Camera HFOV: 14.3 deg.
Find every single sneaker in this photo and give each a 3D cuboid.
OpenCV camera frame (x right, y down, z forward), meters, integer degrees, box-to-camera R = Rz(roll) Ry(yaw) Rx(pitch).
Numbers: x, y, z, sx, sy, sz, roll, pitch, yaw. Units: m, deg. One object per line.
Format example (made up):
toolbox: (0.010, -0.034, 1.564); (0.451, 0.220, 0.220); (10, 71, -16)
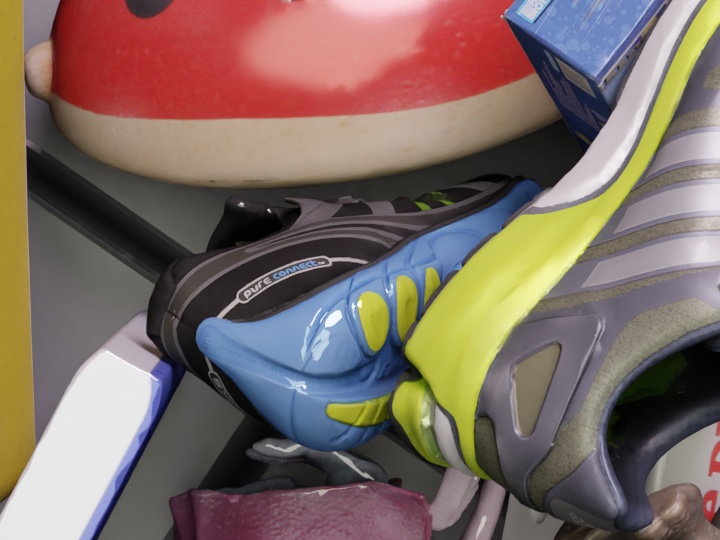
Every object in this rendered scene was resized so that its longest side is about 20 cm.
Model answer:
sneaker: (0.099, -0.012, 0.762); (0.081, 0.074, 0.200); (36, 87, 36)
sneaker: (0.000, 0.000, 0.854); (0.082, 0.199, 0.071); (23, 106, 18)

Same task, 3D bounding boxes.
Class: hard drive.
hard drive: (-0.091, 0.079, 0.833); (0.025, 0.200, 0.133); (28, 91, -2)

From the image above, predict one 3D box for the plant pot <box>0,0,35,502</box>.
plant pot: (-0.207, -0.005, 0.749); (0.199, 0.177, 0.201); (5, 112, 10)

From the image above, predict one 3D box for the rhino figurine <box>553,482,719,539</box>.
rhino figurine: (0.099, 0.093, 0.783); (0.087, 0.060, 0.200); (45, 78, -14)

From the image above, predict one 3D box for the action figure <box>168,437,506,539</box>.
action figure: (-0.009, 0.157, 0.872); (0.148, 0.134, 0.201); (-11, 74, 9)

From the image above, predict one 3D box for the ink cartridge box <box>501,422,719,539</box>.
ink cartridge box: (0.153, 0.075, 0.882); (0.199, 0.084, 0.147); (12, 87, -23)

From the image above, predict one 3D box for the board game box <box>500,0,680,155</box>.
board game box: (0.116, -0.084, 0.858); (0.034, 0.200, 0.136); (37, 85, 22)

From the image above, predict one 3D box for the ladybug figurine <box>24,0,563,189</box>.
ladybug figurine: (-0.007, -0.086, 0.882); (0.199, 0.136, 0.072); (-14, 128, -9)
